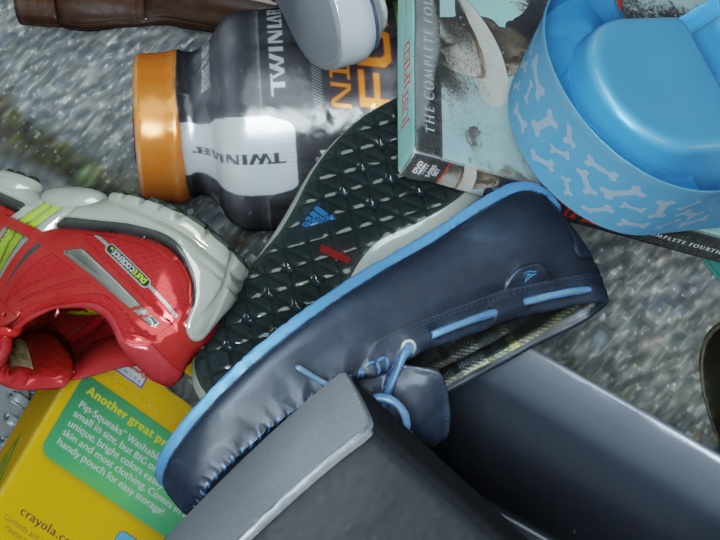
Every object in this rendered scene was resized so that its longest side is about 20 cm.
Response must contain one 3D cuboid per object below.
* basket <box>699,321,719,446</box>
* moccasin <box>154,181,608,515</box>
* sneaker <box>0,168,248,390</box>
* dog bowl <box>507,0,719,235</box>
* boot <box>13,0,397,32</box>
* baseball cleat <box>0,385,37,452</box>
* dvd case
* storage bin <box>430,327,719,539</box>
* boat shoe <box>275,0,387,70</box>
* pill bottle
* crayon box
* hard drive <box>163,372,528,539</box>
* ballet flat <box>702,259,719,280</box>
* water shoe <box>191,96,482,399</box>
[{"bbox_3d":[0.275,0.044,0.978,0.200,0.136,0.180,-35,102,-21],"label":"basket"},{"bbox_3d":[0.014,0.038,0.865,0.200,0.080,0.068,-36,73,-15],"label":"moccasin"},{"bbox_3d":[-0.143,0.008,0.934,0.200,0.077,0.085,5,59,37],"label":"sneaker"},{"bbox_3d":[0.146,-0.069,0.941,0.200,0.050,0.112,-6,62,-38],"label":"dog bowl"},{"bbox_3d":[-0.065,-0.197,1.133,0.200,0.064,0.187,5,78,7],"label":"boot"},{"bbox_3d":[-0.162,0.065,1.000,0.106,0.070,0.200,-23,66,3],"label":"baseball cleat"},{"bbox_3d":[0.109,-0.079,0.983,0.200,0.022,0.146,14,54,-18],"label":"dvd case"},{"bbox_3d":[0.064,0.133,0.935,0.200,0.134,0.146,29,68,14],"label":"storage bin"},{"bbox_3d":[-0.013,-0.156,1.014,0.065,0.074,0.200,-14,36,-10],"label":"boat shoe"},{"bbox_3d":[-0.007,-0.073,1.050,0.200,0.106,0.106,-4,64,-2],"label":"pill bottle"},{"bbox_3d":[-0.109,0.130,0.949,0.126,0.052,0.200,37,60,-15],"label":"crayon box"},{"bbox_3d":[-0.027,0.152,0.812,0.135,0.042,0.200,43,87,-13],"label":"hard drive"},{"bbox_3d":[0.176,-0.080,1.080,0.071,0.071,0.200,-18,67,-8],"label":"ballet flat"},{"bbox_3d":[0.000,0.000,0.971,0.071,0.079,0.200,32,66,27],"label":"water shoe"}]
